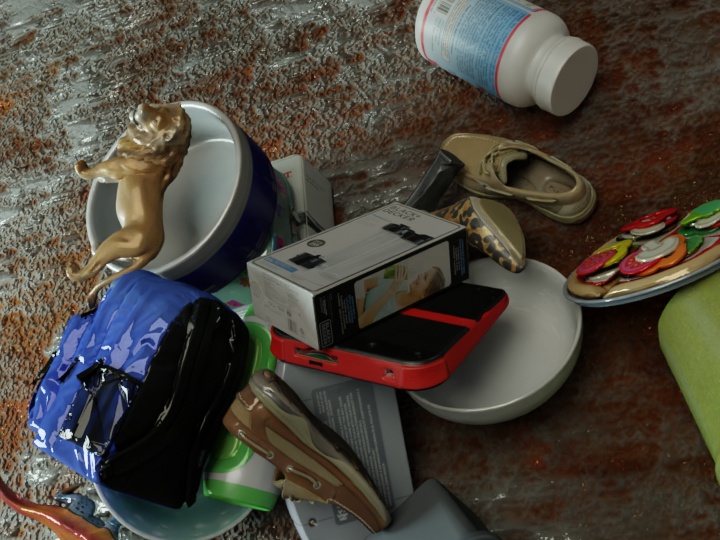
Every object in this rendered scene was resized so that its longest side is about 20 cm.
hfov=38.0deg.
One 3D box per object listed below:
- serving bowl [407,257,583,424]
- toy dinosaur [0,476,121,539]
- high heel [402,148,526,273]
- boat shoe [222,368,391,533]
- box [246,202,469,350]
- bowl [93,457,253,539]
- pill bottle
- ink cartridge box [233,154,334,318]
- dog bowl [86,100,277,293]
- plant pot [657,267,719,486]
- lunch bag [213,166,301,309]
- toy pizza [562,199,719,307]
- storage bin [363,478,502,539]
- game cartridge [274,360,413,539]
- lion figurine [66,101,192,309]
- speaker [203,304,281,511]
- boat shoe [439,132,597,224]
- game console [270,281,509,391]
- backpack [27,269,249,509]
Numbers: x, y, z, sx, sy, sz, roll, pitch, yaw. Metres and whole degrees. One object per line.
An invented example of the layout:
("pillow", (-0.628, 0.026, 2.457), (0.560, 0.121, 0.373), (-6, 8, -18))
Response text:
("serving bowl", (0.133, 0.080, 1.064), (0.198, 0.066, 0.201), (-15, 42, 14))
("toy dinosaur", (-0.305, 0.311, 1.166), (0.181, 0.198, 0.106), (14, 91, 63))
("high heel", (0.098, -0.020, 1.119), (0.143, 0.071, 0.201), (-57, 40, 23))
("boat shoe", (-0.050, 0.181, 0.987), (0.072, 0.200, 0.076), (-42, 15, 0))
("box", (0.000, 0.000, 1.048), (0.199, 0.061, 0.116), (-23, 29, -32))
("bowl", (-0.199, 0.196, 1.150), (0.198, 0.105, 0.203), (4, 76, -15))
("pill bottle", (0.164, -0.252, 1.179), (0.199, 0.109, 0.109), (36, 88, 34))
("ink cartridge box", (-0.106, -0.016, 1.233), (0.145, 0.083, 0.202), (-15, 64, 22))
("dog bowl", (-0.190, -0.073, 1.111), (0.198, 0.079, 0.202), (-12, 63, 24))
("plant pot", (0.356, 0.094, 0.901), (0.199, 0.200, 0.185), (-35, 46, 10))
("lunch bag", (-0.162, -0.038, 1.176), (0.198, 0.077, 0.162), (-19, 60, 21))
("toy pizza", (0.281, -0.024, 0.988), (0.198, 0.200, 0.032), (-22, 101, 17))
("storage bin", (0.063, 0.307, 0.991), (0.200, 0.146, 0.134), (-43, 29, 5))
("game cartridge", (-0.020, 0.180, 1.049), (0.040, 0.132, 0.203), (-9, 91, 66))
("lion figurine", (-0.224, -0.066, 1.046), (0.121, 0.072, 0.203), (-6, 79, 18))
("speaker", (-0.104, 0.141, 1.088), (0.088, 0.088, 0.202), (3, 71, 28))
("boat shoe", (0.164, -0.113, 1.145), (0.199, 0.065, 0.073), (28, 83, 34))
("game console", (0.026, 0.052, 1.040), (0.198, 0.031, 0.177), (10, 29, 31))
("backpack", (-0.215, 0.101, 1.016), (0.167, 0.163, 0.202), (22, 80, 25))
